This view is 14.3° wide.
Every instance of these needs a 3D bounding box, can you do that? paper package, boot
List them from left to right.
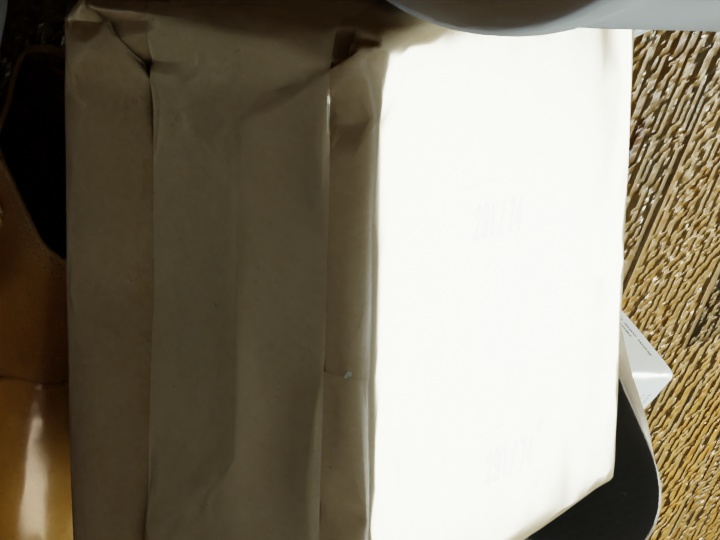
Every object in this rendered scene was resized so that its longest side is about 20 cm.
[{"bbox_3d":[-0.106,0.043,0.881,0.070,0.202,0.144,3,145,-21],"label":"boot"},{"bbox_3d":[0.000,0.000,0.875,0.200,0.103,0.192,-27,122,-61],"label":"paper package"},{"bbox_3d":[0.063,0.010,1.034,0.073,0.201,0.075,-14,171,9],"label":"boot"}]

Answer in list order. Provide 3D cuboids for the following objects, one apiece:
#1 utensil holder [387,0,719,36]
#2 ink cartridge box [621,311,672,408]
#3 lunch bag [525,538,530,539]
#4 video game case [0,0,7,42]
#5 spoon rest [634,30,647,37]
[{"bbox_3d":[0.100,-0.150,0.821,0.199,0.170,0.170,-3,140,-48],"label":"utensil holder"},{"bbox_3d":[0.014,0.063,1.133,0.145,0.084,0.200,-49,156,20],"label":"ink cartridge box"},{"bbox_3d":[0.047,0.162,1.014,0.122,0.170,0.200,-49,163,18],"label":"lunch bag"},{"bbox_3d":[-0.185,-0.023,0.787,0.199,0.017,0.144,5,97,-51],"label":"video game case"},{"bbox_3d":[0.132,-0.145,0.981,0.099,0.061,0.200,4,134,-50],"label":"spoon rest"}]
